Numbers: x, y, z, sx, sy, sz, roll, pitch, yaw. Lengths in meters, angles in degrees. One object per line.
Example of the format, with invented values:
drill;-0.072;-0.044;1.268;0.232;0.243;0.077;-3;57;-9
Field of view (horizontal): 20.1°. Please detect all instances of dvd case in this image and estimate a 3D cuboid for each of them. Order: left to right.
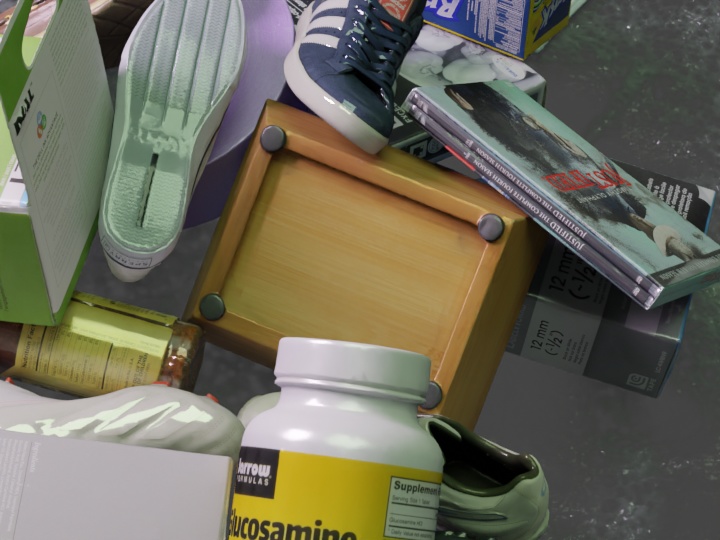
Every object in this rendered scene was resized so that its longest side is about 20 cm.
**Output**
dvd case;0.133;-0.052;1.269;0.200;0.022;0.146;42;23;18

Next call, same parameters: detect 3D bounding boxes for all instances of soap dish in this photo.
soap dish;0.000;0.000;1.250;0.199;0.081;0.158;22;91;10

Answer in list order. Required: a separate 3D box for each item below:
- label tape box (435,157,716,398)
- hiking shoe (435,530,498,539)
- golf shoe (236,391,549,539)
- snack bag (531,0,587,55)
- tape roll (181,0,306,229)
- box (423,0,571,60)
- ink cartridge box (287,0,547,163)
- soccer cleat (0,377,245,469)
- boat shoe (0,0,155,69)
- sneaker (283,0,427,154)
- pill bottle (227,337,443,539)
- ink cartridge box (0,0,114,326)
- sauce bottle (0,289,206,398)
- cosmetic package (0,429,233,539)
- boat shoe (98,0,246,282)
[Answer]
label tape box;0.123;-0.014;1.341;0.199;0.066;0.144;19;49;4
hiking shoe;0.081;0.203;1.145;0.199;0.074;0.087;10;68;12
golf shoe;0.021;0.104;1.201;0.199;0.097;0.079;18;54;7
snack bag;0.101;-0.258;1.572;0.200;0.021;0.189;33;52;17
tape roll;-0.137;-0.127;1.351;0.199;0.066;0.201;-3;60;6
box;0.050;-0.221;1.436;0.199;0.065;0.070;25;41;23
ink cartridge box;-0.008;-0.134;1.412;0.199;0.044;0.198;-25;47;-26
soccer cleat;-0.167;0.103;1.184;0.199;0.070;0.078;7;29;5
boat shoe;-0.178;-0.166;1.300;0.200;0.072;0.068;-31;63;-7
sneaker;0.005;-0.145;1.264;0.075;0.085;0.200;37;20;-22
pill bottle;-0.015;0.141;1.097;0.112;0.112;0.201;8;83;-4
ink cartridge box;-0.204;-0.090;1.172;0.075;0.201;0.148;5;47;11
sauce bottle;-0.197;0.038;1.241;0.199;0.066;0.066;16;49;5
cosmetic package;-0.174;0.151;1.122;0.199;0.107;0.090;8;49;-1
boat shoe;-0.125;-0.088;1.251;0.073;0.067;0.201;22;64;-8
